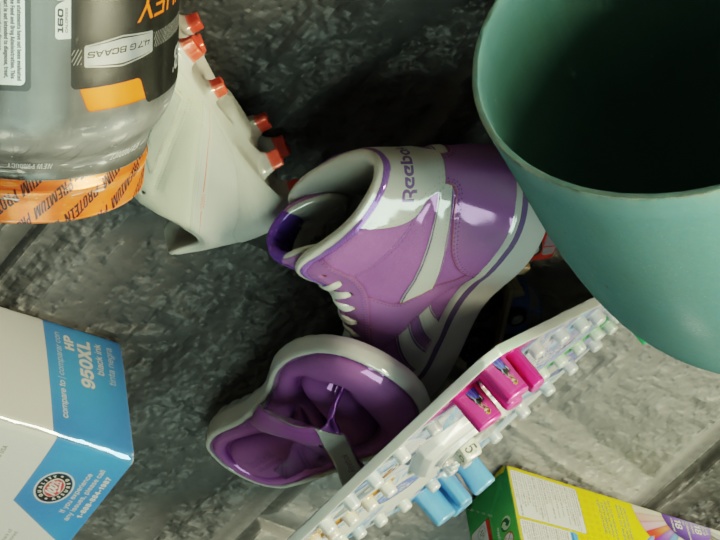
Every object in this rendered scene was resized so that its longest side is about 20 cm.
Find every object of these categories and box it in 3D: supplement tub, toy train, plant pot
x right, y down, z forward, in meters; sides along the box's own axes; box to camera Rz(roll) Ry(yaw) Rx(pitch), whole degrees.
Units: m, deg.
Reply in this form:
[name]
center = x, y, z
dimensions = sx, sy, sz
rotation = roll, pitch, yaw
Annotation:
[supplement tub]
center = -0.130, -0.128, 1.024
dimensions = 0.122, 0.123, 0.201
rotation = -1, 114, -9
[toy train]
center = 0.077, -0.026, 1.276
dimensions = 0.046, 0.034, 0.201
rotation = -8, 137, -20
[plant pot]
center = 0.167, -0.051, 1.136
dimensions = 0.200, 0.201, 0.161
rotation = -19, 133, 9

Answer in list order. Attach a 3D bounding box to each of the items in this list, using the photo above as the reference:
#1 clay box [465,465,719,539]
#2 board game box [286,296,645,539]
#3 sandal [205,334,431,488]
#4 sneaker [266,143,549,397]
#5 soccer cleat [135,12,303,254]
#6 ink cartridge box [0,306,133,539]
[clay box]
center = 0.158, 0.187, 1.449
dimensions = 0.199, 0.115, 0.048
rotation = 20, 130, -27
[board game box]
center = 0.055, 0.084, 1.298
dimensions = 0.200, 0.026, 0.200
rotation = -45, 167, 31
[sandal]
center = -0.023, 0.085, 1.297
dimensions = 0.082, 0.050, 0.203
rotation = 26, 156, -11
[sneaker]
center = 0.000, -0.001, 1.241
dimensions = 0.114, 0.073, 0.201
rotation = 3, 146, -21
[soccer cleat]
center = -0.093, -0.073, 1.168
dimensions = 0.077, 0.069, 0.200
rotation = -26, 138, 7
[ink cartridge box]
center = -0.233, 0.081, 1.289
dimensions = 0.199, 0.084, 0.145
rotation = 19, 129, -28
